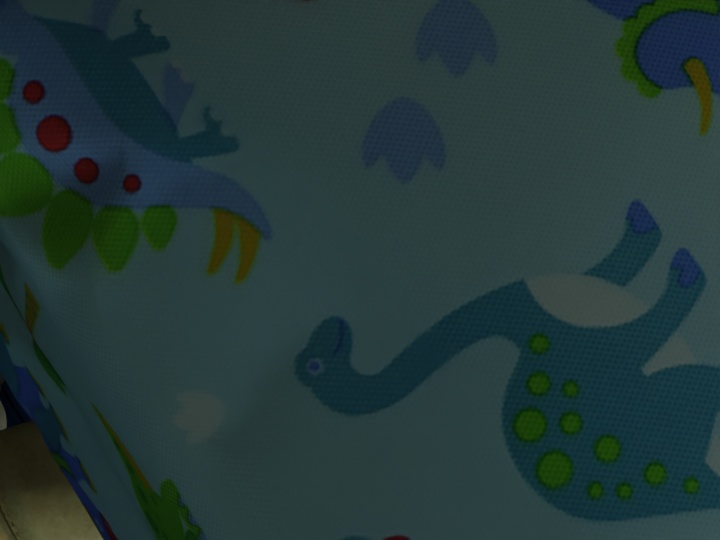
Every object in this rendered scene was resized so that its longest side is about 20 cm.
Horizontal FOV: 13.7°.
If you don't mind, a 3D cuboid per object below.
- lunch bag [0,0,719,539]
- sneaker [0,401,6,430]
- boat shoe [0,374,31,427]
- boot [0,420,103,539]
[{"bbox_3d":[0.049,-0.009,0.464,0.200,0.170,0.127,-31,174,-15],"label":"lunch bag"},{"bbox_3d":[-0.118,0.079,0.733,0.076,0.091,0.200,-26,171,-25],"label":"sneaker"},{"bbox_3d":[0.000,0.000,0.756,0.200,0.072,0.072,-28,-179,5],"label":"boat shoe"},{"bbox_3d":[-0.114,0.095,0.640,0.199,0.066,0.175,-16,137,-16],"label":"boot"}]
